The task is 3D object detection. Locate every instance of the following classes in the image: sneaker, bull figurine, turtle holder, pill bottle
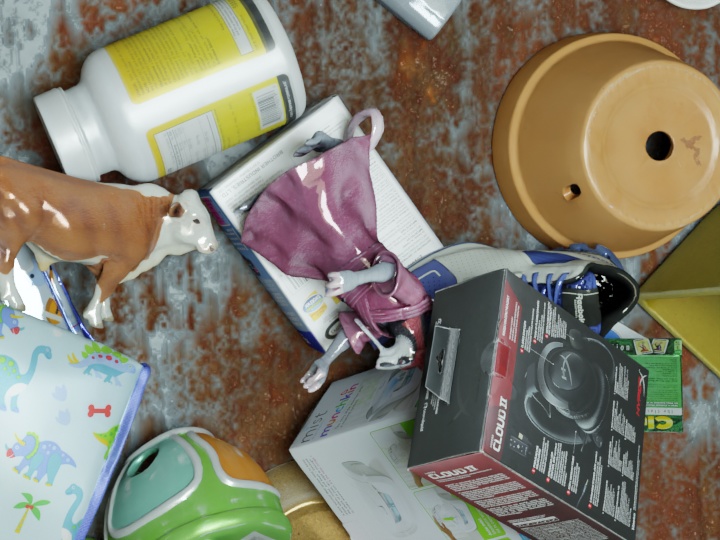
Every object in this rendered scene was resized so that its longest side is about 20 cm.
[{"bbox_3d":[0.137,0.018,1.245,0.198,0.115,0.081,-7,98,-11],"label":"sneaker"},{"bbox_3d":[-0.211,-0.023,1.195,0.199,0.065,0.122,15,97,-25],"label":"bull figurine"},{"bbox_3d":[-0.146,0.213,1.266,0.141,0.186,0.132,2,51,-40],"label":"turtle holder"},{"bbox_3d":[-0.152,-0.138,1.241,0.199,0.112,0.112,-23,99,-10],"label":"pill bottle"}]

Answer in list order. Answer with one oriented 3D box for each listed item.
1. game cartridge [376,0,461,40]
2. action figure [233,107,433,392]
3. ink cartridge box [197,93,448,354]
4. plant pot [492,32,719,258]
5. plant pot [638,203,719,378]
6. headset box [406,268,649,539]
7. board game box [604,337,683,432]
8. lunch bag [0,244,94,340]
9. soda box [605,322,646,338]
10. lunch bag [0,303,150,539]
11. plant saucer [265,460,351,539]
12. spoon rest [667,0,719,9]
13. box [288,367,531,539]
[{"bbox_3d":[0.066,-0.314,1.318,0.133,0.042,0.200,37,86,-17],"label":"game cartridge"},{"bbox_3d":[0.000,0.000,1.210,0.149,0.134,0.200,-37,84,-35],"label":"action figure"},{"bbox_3d":[-0.022,-0.025,1.297,0.136,0.076,0.200,-37,99,-9],"label":"ink cartridge box"},{"bbox_3d":[0.225,-0.106,1.316,0.199,0.140,0.201,-1,94,-12],"label":"plant pot"},{"bbox_3d":[0.400,0.006,1.345,0.195,0.194,0.200,42,76,-12],"label":"plant pot"},{"bbox_3d":[0.122,0.104,1.152,0.200,0.077,0.149,32,54,-34],"label":"headset box"},{"bbox_3d":[0.169,0.097,1.308,0.199,0.024,0.105,0,135,12],"label":"board game box"},{"bbox_3d":[-0.294,0.062,1.243,0.160,0.076,0.201,-25,100,-15],"label":"lunch bag"},{"bbox_3d":[0.171,0.054,1.351,0.199,0.068,0.064,29,87,-13],"label":"soda box"},{"bbox_3d":[-0.273,0.134,1.148,0.170,0.127,0.201,23,74,-18],"label":"lunch bag"},{"bbox_3d":[-0.033,0.262,1.337,0.199,0.035,0.201,-1,95,-13],"label":"plant saucer"},{"bbox_3d":[0.309,-0.326,1.360,0.099,0.061,0.201,20,89,-13],"label":"spoon rest"},{"bbox_3d":[0.073,0.173,1.264,0.200,0.176,0.097,53,42,-17],"label":"box"}]
